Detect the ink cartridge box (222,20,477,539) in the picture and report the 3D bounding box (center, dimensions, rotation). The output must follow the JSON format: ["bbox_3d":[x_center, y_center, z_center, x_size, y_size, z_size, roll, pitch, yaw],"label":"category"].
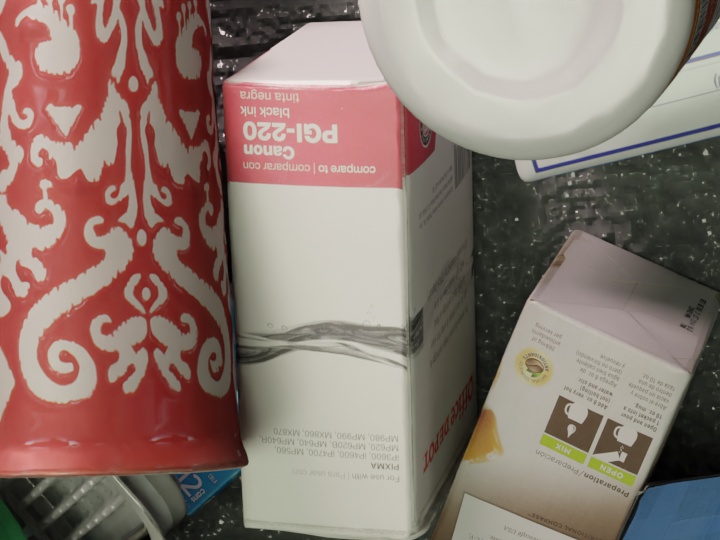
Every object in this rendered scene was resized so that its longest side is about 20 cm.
[{"bbox_3d":[0.000,0.000,0.991,0.084,0.146,0.202,0,106,14],"label":"ink cartridge box"}]

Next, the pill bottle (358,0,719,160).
[{"bbox_3d":[0.076,-0.114,0.792,0.111,0.200,0.113,5,107,15],"label":"pill bottle"}]

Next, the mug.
[{"bbox_3d":[-0.132,-0.019,0.903,0.176,0.133,0.202,0,87,-24],"label":"mug"}]

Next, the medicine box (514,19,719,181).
[{"bbox_3d":[0.134,-0.159,0.925,0.181,0.103,0.202,-13,103,20],"label":"medicine box"}]

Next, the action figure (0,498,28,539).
[{"bbox_3d":[-0.170,0.171,1.060,0.201,0.054,0.118,63,158,24],"label":"action figure"}]

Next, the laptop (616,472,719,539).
[{"bbox_3d":[0.191,0.194,1.007,0.199,0.116,0.189,24,112,8],"label":"laptop"}]

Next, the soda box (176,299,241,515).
[{"bbox_3d":[-0.117,0.015,1.077,0.068,0.064,0.200,-41,92,23],"label":"soda box"}]

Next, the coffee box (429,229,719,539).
[{"bbox_3d":[0.086,0.098,1.013,0.079,0.114,0.201,24,111,9],"label":"coffee box"}]

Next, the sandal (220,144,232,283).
[{"bbox_3d":[-0.105,-0.068,1.044,0.045,0.075,0.201,-28,99,22],"label":"sandal"}]

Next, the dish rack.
[{"bbox_3d":[-0.158,0.079,1.076,0.172,0.043,0.200,49,153,-1],"label":"dish rack"}]
